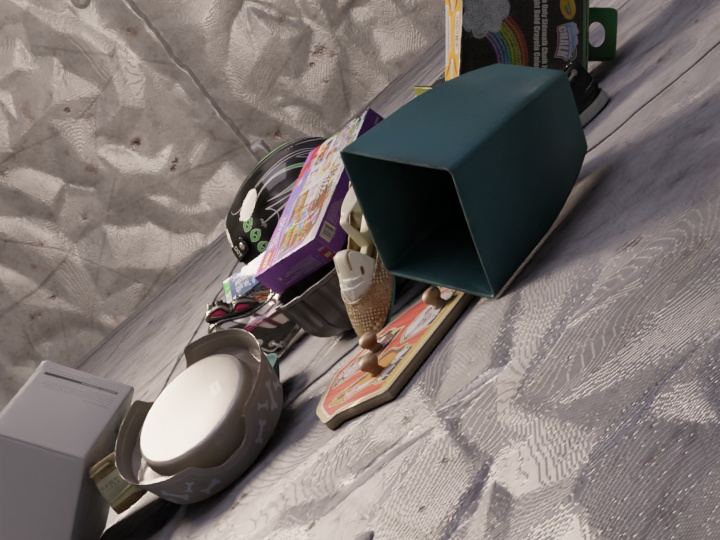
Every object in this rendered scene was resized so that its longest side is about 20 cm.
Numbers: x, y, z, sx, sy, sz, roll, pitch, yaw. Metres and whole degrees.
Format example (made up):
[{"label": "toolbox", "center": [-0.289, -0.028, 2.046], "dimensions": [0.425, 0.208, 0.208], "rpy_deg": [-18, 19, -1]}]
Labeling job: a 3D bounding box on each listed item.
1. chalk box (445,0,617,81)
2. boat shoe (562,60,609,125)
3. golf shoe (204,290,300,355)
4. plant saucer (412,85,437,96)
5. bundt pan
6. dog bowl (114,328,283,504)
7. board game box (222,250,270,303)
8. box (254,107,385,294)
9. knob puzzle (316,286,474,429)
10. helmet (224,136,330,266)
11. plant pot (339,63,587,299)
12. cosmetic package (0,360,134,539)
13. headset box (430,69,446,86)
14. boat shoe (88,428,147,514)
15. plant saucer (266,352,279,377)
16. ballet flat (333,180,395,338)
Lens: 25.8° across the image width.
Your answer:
[{"label": "chalk box", "center": [0.206, -0.283, 1.885], "dimensions": [0.198, 0.126, 0.124], "rpy_deg": [0, 8, -6]}, {"label": "boat shoe", "center": [0.182, -0.146, 1.730], "dimensions": [0.200, 0.060, 0.076], "rpy_deg": [-44, 9, -7]}, {"label": "golf shoe", "center": [-0.095, 0.060, 1.968], "dimensions": [0.199, 0.089, 0.077], "rpy_deg": [-21, -19, 12]}, {"label": "plant saucer", "center": [0.160, -0.202, 1.863], "dimensions": [0.198, 0.031, 0.200], "rpy_deg": [1, 7, 0]}, {"label": "bundt pan", "center": [0.000, 0.000, 1.788], "dimensions": [0.202, 0.076, 0.202], "rpy_deg": [-42, 9, 8]}, {"label": "dog bowl", "center": [-0.166, 0.157, 1.658], "dimensions": [0.199, 0.059, 0.201], "rpy_deg": [-29, 34, 22]}, {"label": "board game box", "center": [-0.070, -0.005, 1.994], "dimensions": [0.135, 0.035, 0.200], "rpy_deg": [-1, -19, -34]}, {"label": "box", "center": [-0.042, -0.080, 1.824], "dimensions": [0.137, 0.039, 0.201], "rpy_deg": [-30, 31, 51]}, {"label": "knob puzzle", "center": [0.018, 0.075, 1.518], "dimensions": [0.219, 0.030, 0.220], "rpy_deg": [-42, 9, 8]}, {"label": "helmet", "center": [-0.069, -0.086, 2.127], "dimensions": [0.190, 0.200, 0.200], "rpy_deg": [-40, 9, 29]}, {"label": "plant pot", "center": [0.112, -0.100, 1.467], "dimensions": [0.141, 0.142, 0.200], "rpy_deg": [13, 46, 43]}, {"label": "cosmetic package", "center": [-0.355, 0.243, 1.797], "dimensions": [0.200, 0.122, 0.201], "rpy_deg": [-64, -10, -68]}, {"label": "headset box", "center": [0.162, -0.248, 2.167], "dimensions": [0.174, 0.093, 0.200], "rpy_deg": [-47, 10, -20]}, {"label": "boat shoe", "center": [-0.244, 0.195, 1.761], "dimensions": [0.073, 0.063, 0.200], "rpy_deg": [-40, 10, 20]}, {"label": "plant saucer", "center": [-0.157, 0.176, 1.785], "dimensions": [0.200, 0.036, 0.200], "rpy_deg": [-42, 10, 9]}, {"label": "ballet flat", "center": [0.002, -0.024, 1.646], "dimensions": [0.070, 0.065, 0.202], "rpy_deg": [-23, 54, 44]}]
